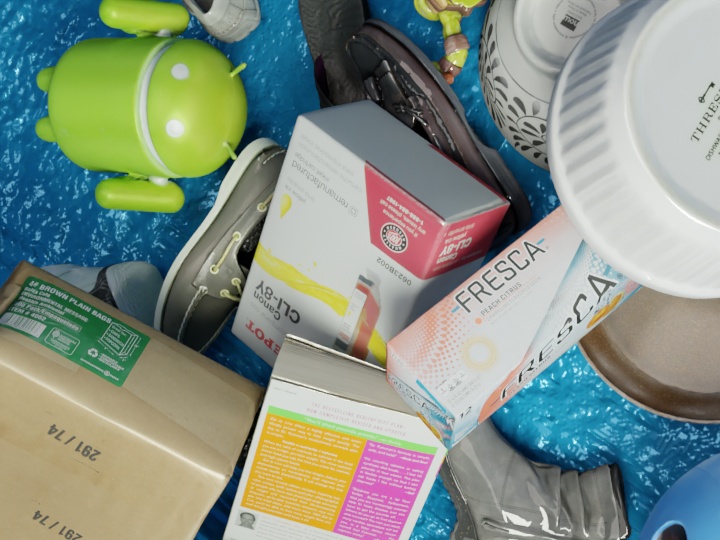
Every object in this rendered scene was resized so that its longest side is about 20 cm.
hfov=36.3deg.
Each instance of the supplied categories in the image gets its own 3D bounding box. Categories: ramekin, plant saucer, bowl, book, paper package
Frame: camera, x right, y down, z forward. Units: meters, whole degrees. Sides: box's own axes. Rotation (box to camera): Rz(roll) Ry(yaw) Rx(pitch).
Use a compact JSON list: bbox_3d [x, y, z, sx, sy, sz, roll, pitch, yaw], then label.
[{"bbox_3d":[0.222,-0.088,0.675,0.200,0.094,0.204,1,82,-7],"label":"ramekin"},{"bbox_3d":[0.241,0.005,0.769,0.199,0.032,0.202,-3,82,25],"label":"plant saucer"},{"bbox_3d":[0.165,-0.171,0.789,0.199,0.094,0.203,-2,84,25],"label":"bowl"},{"bbox_3d":[-0.019,0.153,0.794,0.133,0.048,0.201,18,126,-1],"label":"book"},{"bbox_3d":[-0.196,0.125,0.774,0.199,0.104,0.191,29,121,-7],"label":"paper package"}]

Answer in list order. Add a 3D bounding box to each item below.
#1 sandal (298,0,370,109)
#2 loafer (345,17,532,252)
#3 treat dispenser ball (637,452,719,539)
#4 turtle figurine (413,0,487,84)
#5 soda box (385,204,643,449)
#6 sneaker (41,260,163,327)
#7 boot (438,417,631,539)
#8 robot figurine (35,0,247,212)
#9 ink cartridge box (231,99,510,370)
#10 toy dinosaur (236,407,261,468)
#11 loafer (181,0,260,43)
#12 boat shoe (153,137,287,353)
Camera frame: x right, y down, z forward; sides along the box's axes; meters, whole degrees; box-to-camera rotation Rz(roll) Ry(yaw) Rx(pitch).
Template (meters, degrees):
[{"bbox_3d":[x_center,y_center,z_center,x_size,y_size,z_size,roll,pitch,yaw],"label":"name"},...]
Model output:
[{"bbox_3d":[-0.012,-0.156,0.896,0.075,0.048,0.202,-26,75,21],"label":"sandal"},{"bbox_3d":[0.047,-0.099,0.825,0.063,0.072,0.200,-36,85,-18],"label":"loafer"},{"bbox_3d":[0.259,0.200,0.645,0.199,0.201,0.203,-3,83,25],"label":"treat dispenser ball"},{"bbox_3d":[0.067,-0.209,0.823,0.064,0.161,0.202,-7,89,-5],"label":"turtle figurine"},{"bbox_3d":[0.110,0.025,0.726,0.200,0.064,0.068,-38,68,-17],"label":"soda box"},{"bbox_3d":[-0.264,0.048,0.924,0.114,0.200,0.076,-1,110,31],"label":"sneaker"},{"bbox_3d":[0.126,0.148,0.796,0.131,0.070,0.202,-10,91,21],"label":"boot"},{"bbox_3d":[-0.183,-0.140,0.937,0.199,0.115,0.177,7,95,28],"label":"robot figurine"},{"bbox_3d":[0.000,0.000,0.813,0.145,0.083,0.201,38,126,25],"label":"ink cartridge box"},{"bbox_3d":[-0.127,0.130,0.875,0.198,0.102,0.078,3,76,-11],"label":"toy dinosaur"},{"bbox_3d":[-0.146,-0.294,0.963,0.070,0.070,0.201,-32,72,19],"label":"loafer"},{"bbox_3d":[-0.104,-0.009,0.912,0.060,0.072,0.203,31,94,29],"label":"boat shoe"}]
